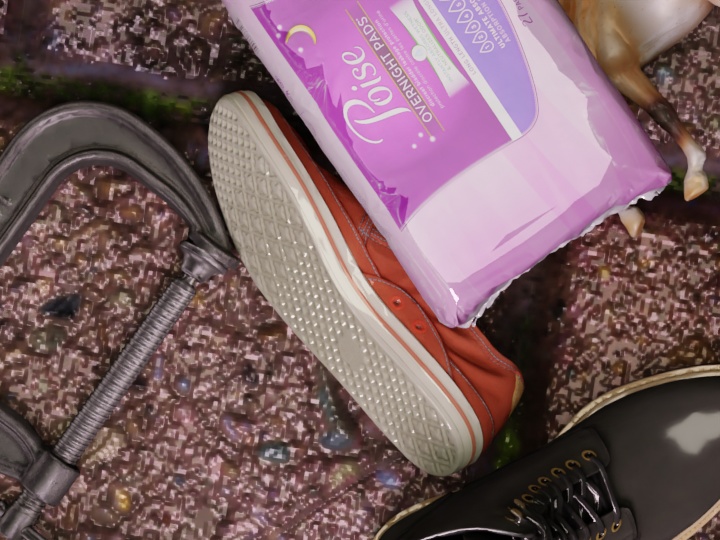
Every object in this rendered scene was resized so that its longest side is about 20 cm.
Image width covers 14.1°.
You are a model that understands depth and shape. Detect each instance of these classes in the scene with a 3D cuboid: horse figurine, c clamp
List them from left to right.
[{"bbox_3d":[-0.126,0.032,1.333,0.170,0.027,0.201,31,93,9],"label":"c clamp"},{"bbox_3d":[0.146,-0.109,1.288,0.199,0.050,0.133,-32,83,21],"label":"horse figurine"}]

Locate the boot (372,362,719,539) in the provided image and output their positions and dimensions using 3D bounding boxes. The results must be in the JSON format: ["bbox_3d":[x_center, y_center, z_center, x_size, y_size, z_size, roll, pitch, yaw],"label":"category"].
[{"bbox_3d":[0.095,0.106,1.262,0.199,0.138,0.078,-31,87,1],"label":"boot"}]

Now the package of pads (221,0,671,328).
[{"bbox_3d":[0.032,-0.086,1.248,0.120,0.076,0.201,-35,92,1],"label":"package of pads"}]

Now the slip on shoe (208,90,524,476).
[{"bbox_3d":[0.000,0.000,1.312,0.061,0.074,0.200,-33,80,-33],"label":"slip on shoe"}]
